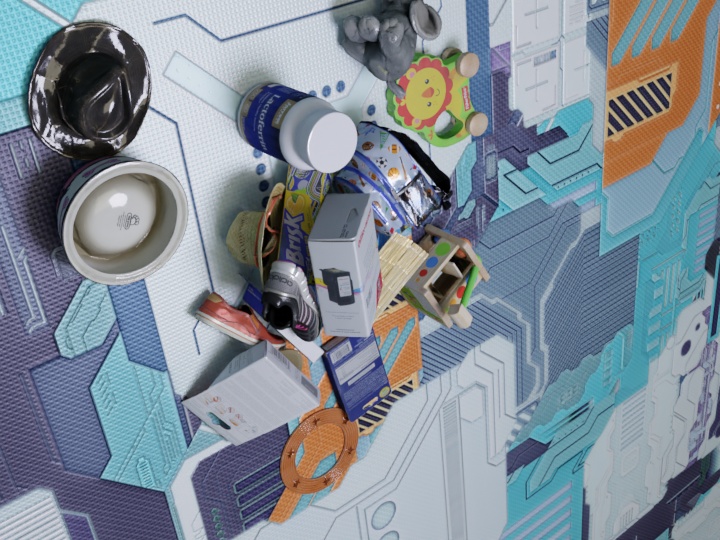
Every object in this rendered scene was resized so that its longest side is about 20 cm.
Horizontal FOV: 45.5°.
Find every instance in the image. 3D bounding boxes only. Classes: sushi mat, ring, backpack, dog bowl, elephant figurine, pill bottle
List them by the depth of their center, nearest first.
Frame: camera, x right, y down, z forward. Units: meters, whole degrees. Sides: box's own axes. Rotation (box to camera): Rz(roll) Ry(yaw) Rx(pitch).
[{"bbox_3d":[-0.363,-0.082,1.288,0.199,0.074,0.201,-23,129,-31],"label":"dog bowl"},{"bbox_3d":[-0.100,-0.226,1.368,0.115,0.200,0.117,-18,120,-34],"label":"pill bottle"},{"bbox_3d":[0.070,-0.434,1.478,0.200,0.141,0.156,-53,165,-29],"label":"elephant figurine"},{"bbox_3d":[0.034,-0.166,1.536,0.154,0.200,0.191,-41,118,-19],"label":"backpack"},{"bbox_3d":[0.036,0.024,1.598,0.095,0.012,0.200,34,99,-32],"label":"sushi mat"},{"bbox_3d":[-0.080,0.381,1.796,0.199,0.019,0.202,-18,120,-34],"label":"ring"}]

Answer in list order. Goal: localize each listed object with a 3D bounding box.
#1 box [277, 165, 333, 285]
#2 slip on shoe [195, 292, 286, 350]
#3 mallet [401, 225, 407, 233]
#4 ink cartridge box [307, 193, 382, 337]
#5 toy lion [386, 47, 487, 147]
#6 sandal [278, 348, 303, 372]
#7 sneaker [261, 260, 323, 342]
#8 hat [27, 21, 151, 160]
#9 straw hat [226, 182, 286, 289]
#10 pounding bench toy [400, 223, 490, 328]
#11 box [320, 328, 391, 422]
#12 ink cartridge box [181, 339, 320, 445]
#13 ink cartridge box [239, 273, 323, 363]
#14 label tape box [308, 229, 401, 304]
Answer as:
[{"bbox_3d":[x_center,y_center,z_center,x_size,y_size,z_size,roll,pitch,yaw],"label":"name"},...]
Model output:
[{"bbox_3d":[-0.096,-0.078,1.476,0.064,0.069,0.202,26,70,-76],"label":"box"},{"bbox_3d":[-0.203,0.095,1.525,0.200,0.074,0.062,31,80,-41],"label":"slip on shoe"},{"bbox_3d":[0.075,-0.067,1.710,0.200,0.041,0.066,-40,130,-24],"label":"mallet"},{"bbox_3d":[-0.022,-0.011,1.455,0.146,0.082,0.201,-72,158,-51],"label":"ink cartridge box"},{"bbox_3d":[0.140,-0.322,1.632,0.191,0.069,0.201,-30,127,-18],"label":"toy lion"},{"bbox_3d":[-0.169,0.208,1.616,0.077,0.070,0.213,20,118,-14],"label":"sandal"},{"bbox_3d":[-0.119,0.071,1.427,0.088,0.073,0.200,-61,154,-28],"label":"sneaker"},{"bbox_3d":[-0.367,-0.245,1.215,0.200,0.081,0.202,-17,119,-33],"label":"hat"},{"bbox_3d":[-0.180,-0.055,1.454,0.201,0.084,0.203,6,90,-82],"label":"straw hat"},{"bbox_3d":[0.186,0.017,1.726,0.156,0.200,0.124,-49,133,-10],"label":"pounding bench toy"},{"bbox_3d":[-0.007,0.207,1.766,0.121,0.032,0.201,-34,126,-24],"label":"box"},{"bbox_3d":[-0.197,0.227,1.556,0.199,0.047,0.160,-28,126,21],"label":"ink cartridge box"},{"bbox_3d":[-0.149,0.087,1.546,0.037,0.095,0.200,-46,132,-8],"label":"ink cartridge box"},{"bbox_3d":[0.000,0.000,1.616,0.199,0.063,0.145,-17,122,-12],"label":"label tape box"}]
